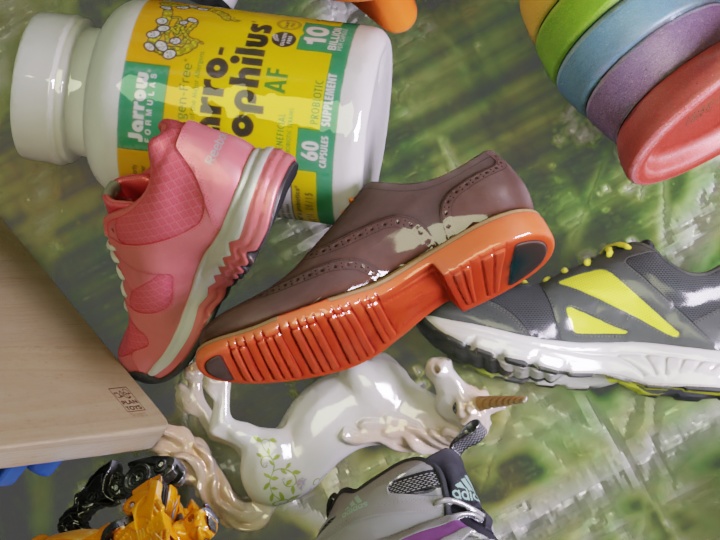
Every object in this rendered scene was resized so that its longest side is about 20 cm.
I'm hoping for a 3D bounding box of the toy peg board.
[{"bbox_3d":[-0.242,0.052,1.093,0.199,0.200,0.098,48,111,20],"label":"toy peg board"}]

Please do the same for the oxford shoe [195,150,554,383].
[{"bbox_3d":[0.000,0.000,1.086,0.199,0.071,0.073,-22,63,-4],"label":"oxford shoe"}]

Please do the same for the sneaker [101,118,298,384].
[{"bbox_3d":[-0.104,-0.016,1.106,0.086,0.200,0.074,28,47,-6],"label":"sneaker"}]

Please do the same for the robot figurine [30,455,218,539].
[{"bbox_3d":[-0.157,0.188,1.111,0.199,0.058,0.145,-32,41,10],"label":"robot figurine"}]

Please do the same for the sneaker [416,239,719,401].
[{"bbox_3d":[0.129,0.022,1.133,0.199,0.074,0.085,8,79,-3],"label":"sneaker"}]

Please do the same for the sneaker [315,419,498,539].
[{"bbox_3d":[0.057,0.138,1.037,0.199,0.078,0.140,-1,52,26],"label":"sneaker"}]

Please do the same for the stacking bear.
[{"bbox_3d":[0.139,-0.158,1.131,0.113,0.122,0.201,-31,72,-9],"label":"stacking bear"}]

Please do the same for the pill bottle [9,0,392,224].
[{"bbox_3d":[-0.088,-0.092,1.138,0.199,0.113,0.114,8,85,7],"label":"pill bottle"}]

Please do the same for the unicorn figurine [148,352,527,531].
[{"bbox_3d":[-0.015,0.073,1.142,0.200,0.074,0.138,-40,82,16],"label":"unicorn figurine"}]

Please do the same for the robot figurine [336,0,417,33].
[{"bbox_3d":[-0.004,-0.228,1.100,0.143,0.201,0.117,-9,41,22],"label":"robot figurine"}]

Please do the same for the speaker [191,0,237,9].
[{"bbox_3d":[-0.067,-0.252,1.170,0.081,0.081,0.201,25,86,8],"label":"speaker"}]
